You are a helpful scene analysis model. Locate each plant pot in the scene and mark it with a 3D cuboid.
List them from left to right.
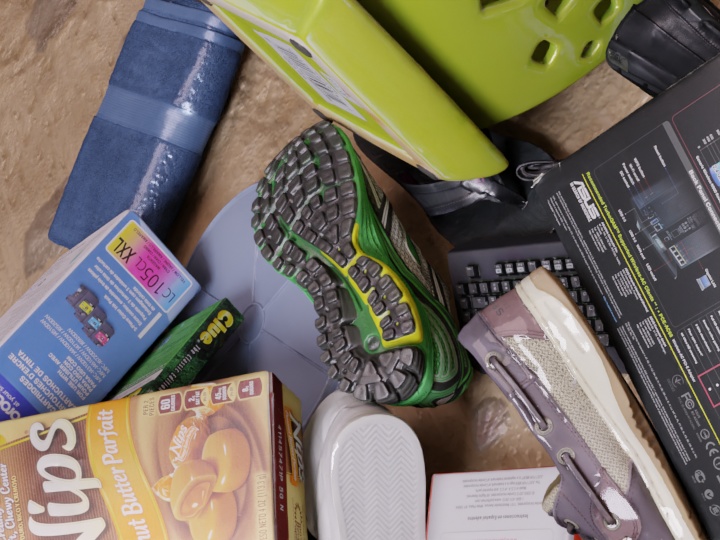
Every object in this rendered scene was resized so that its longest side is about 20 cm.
[{"bbox_3d":[0.024,-0.176,0.999,0.182,0.200,0.199,-53,41,-4],"label":"plant pot"}]

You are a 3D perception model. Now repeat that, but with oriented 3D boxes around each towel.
[{"bbox_3d":[-0.147,-0.097,1.280,0.111,0.048,0.201,23,90,48],"label":"towel"}]

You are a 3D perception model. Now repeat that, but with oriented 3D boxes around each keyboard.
[{"bbox_3d":[0.124,-0.008,0.955,0.199,0.021,0.128,-5,92,44],"label":"keyboard"}]

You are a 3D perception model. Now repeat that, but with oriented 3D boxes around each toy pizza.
[{"bbox_3d":[-0.058,0.037,1.139,0.200,0.032,0.201,-22,60,45],"label":"toy pizza"}]

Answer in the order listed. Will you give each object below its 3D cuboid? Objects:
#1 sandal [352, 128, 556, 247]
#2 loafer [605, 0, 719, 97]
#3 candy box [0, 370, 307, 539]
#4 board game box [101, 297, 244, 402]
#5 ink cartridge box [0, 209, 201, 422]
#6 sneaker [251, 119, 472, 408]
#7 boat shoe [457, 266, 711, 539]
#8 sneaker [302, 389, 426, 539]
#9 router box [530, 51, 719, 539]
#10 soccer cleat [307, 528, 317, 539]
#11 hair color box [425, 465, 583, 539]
[{"bbox_3d":[0.048,-0.063,1.065,0.200,0.048,0.076,37,101,47],"label":"sandal"},{"bbox_3d":[0.205,-0.096,0.903,0.200,0.068,0.071,40,102,46],"label":"loafer"},{"bbox_3d":[-0.131,0.134,1.002,0.199,0.055,0.116,-11,63,15],"label":"candy box"},{"bbox_3d":[-0.157,0.085,1.154,0.200,0.023,0.105,-28,16,52],"label":"board game box"},{"bbox_3d":[-0.211,0.066,1.157,0.200,0.076,0.136,-48,12,-30],"label":"ink cartridge box"},{"bbox_3d":[0.000,0.000,1.034,0.078,0.085,0.201,-37,56,22],"label":"sneaker"},{"bbox_3d":[0.115,0.097,0.857,0.065,0.072,0.201,-30,91,9],"label":"boat shoe"},{"bbox_3d":[0.002,0.167,1.012,0.116,0.073,0.201,-139,51,-77],"label":"sneaker"},{"bbox_3d":[0.189,0.004,0.826,0.150,0.062,0.201,-34,75,37],"label":"router box"},{"bbox_3d":[-0.068,0.223,1.006,0.081,0.200,0.068,31,135,17],"label":"soccer cleat"},{"bbox_3d":[0.081,0.205,0.911,0.101,0.061,0.201,-9,66,43],"label":"hair color box"}]
